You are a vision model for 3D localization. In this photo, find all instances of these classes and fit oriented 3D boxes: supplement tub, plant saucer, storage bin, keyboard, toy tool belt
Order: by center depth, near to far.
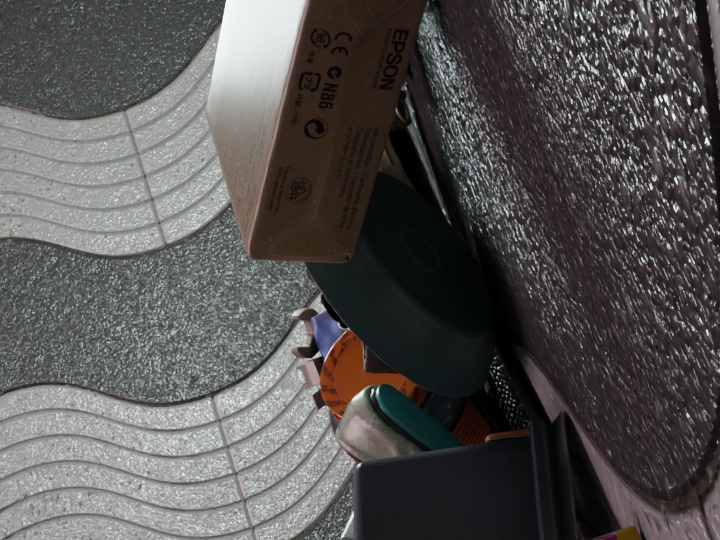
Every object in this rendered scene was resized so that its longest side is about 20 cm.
[{"bbox_3d":[0.067,0.179,0.829,0.201,0.132,0.147,81,-173,-56],"label":"storage bin"},{"bbox_3d":[0.033,-0.005,0.905,0.199,0.036,0.201,37,-152,-24],"label":"plant saucer"},{"bbox_3d":[0.105,0.099,0.976,0.201,0.039,0.105,-109,1,-58],"label":"keyboard"},{"bbox_3d":[0.052,0.130,1.066,0.200,0.122,0.123,53,-168,-44],"label":"supplement tub"},{"bbox_3d":[-0.003,0.072,1.193,0.123,0.124,0.202,-28,-91,-55],"label":"toy tool belt"}]

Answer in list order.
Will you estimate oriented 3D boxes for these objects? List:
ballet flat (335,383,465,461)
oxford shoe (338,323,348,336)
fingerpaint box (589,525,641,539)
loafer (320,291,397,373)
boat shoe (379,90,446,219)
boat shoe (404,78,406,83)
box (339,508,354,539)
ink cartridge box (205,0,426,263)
[{"bbox_3d":[0.068,0.159,0.956,0.199,0.062,0.068,38,-157,-4],"label":"ballet flat"},{"bbox_3d":[0.020,-0.015,1.132,0.073,0.071,0.202,44,-138,-44],"label":"oxford shoe"},{"bbox_3d":[0.147,0.261,0.678,0.201,0.073,0.168,72,179,-51],"label":"fingerpaint box"},{"bbox_3d":[0.000,0.000,0.991,0.201,0.070,0.074,-118,20,-43],"label":"loafer"},{"bbox_3d":[0.029,-0.100,1.066,0.073,0.062,0.202,-45,-58,-62],"label":"boat shoe"},{"bbox_3d":[-0.023,-0.217,0.942,0.074,0.068,0.202,-111,2,-62],"label":"boat shoe"},{"bbox_3d":[0.055,0.288,1.222,0.199,0.129,0.202,-58,-22,-61],"label":"box"},{"bbox_3d":[-0.034,-0.133,0.799,0.166,0.074,0.202,-110,29,-47],"label":"ink cartridge box"}]
